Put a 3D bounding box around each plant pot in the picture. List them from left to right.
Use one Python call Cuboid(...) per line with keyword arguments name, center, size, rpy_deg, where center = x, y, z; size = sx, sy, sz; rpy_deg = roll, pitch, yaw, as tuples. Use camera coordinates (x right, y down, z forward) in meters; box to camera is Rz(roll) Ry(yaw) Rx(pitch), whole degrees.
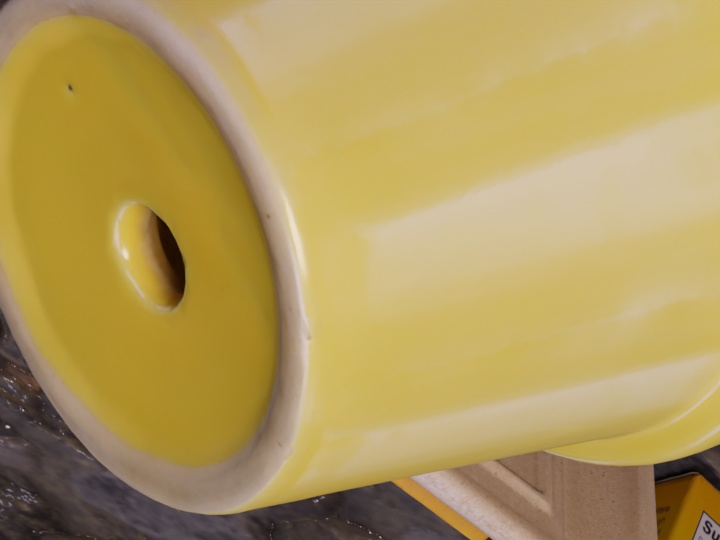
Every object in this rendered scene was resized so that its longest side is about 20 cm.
Cuboid(name="plant pot", center=(0.016, -0.033, 0.733), size=(0.200, 0.188, 0.201), rpy_deg=(29, 130, 41))

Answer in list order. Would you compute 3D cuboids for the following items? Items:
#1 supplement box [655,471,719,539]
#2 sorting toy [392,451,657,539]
Cuboid(name="supplement box", center=(0.091, 0.191, 1.087), size=(0.109, 0.200, 0.109), rpy_deg=(40, 146, -22))
Cuboid(name="sorting toy", center=(0.000, 0.000, 0.900), size=(0.200, 0.185, 0.036), rpy_deg=(34, 117, -15))
